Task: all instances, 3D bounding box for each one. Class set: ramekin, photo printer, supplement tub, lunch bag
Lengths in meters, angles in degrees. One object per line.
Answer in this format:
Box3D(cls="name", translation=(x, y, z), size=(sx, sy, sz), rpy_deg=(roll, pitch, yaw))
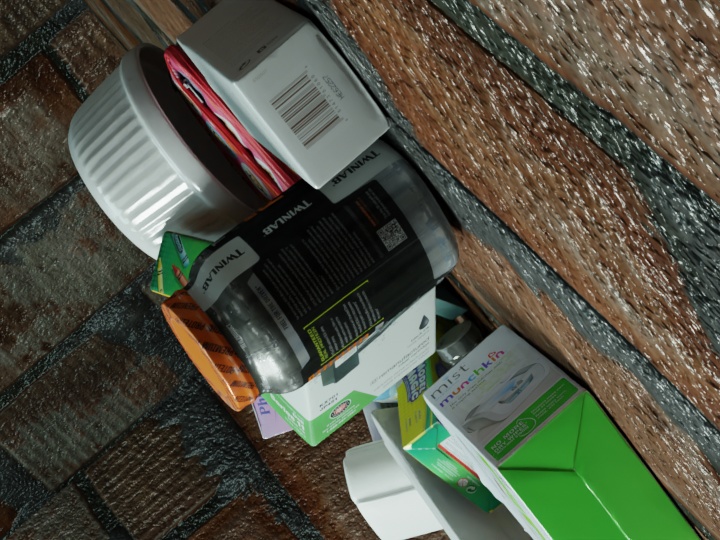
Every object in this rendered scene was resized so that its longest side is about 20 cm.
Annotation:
Box3D(cls="ramekin", translation=(-0.179, -0.099, 1.813), size=(0.200, 0.105, 0.200), rpy_deg=(49, -166, -16))
Box3D(cls="photo printer", translation=(0.095, 0.199, 1.926), size=(0.167, 0.198, 0.070), rpy_deg=(63, -168, -65))
Box3D(cls="supplement tub", translation=(-0.038, 0.005, 1.424), size=(0.123, 0.199, 0.123), rpy_deg=(50, 167, 16))
Box3D(cls="lunch bag", translation=(-0.084, -0.132, 1.711), size=(0.200, 0.082, 0.176), rpy_deg=(48, 172, 3))

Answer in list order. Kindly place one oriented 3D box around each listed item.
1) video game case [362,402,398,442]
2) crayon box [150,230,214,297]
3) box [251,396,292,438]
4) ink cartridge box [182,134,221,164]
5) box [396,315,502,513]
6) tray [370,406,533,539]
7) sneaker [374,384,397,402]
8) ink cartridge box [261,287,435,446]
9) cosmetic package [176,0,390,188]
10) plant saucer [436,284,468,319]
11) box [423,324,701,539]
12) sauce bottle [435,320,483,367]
Box3D(cls="video game case", translation=(0.049, 0.124, 2.071), size=(0.181, 0.023, 0.201), rpy_deg=(23, -137, -52))
Box3D(cls="crayon box", translation=(-0.072, 0.021, 1.755), size=(0.199, 0.059, 0.118), rpy_deg=(16, 178, -40))
Box3D(cls="box", translation=(-0.073, 0.070, 2.009), size=(0.200, 0.096, 0.177), rpy_deg=(31, -139, -86))
Box3D(cls="ink cartridge box", translation=(-0.141, -0.110, 1.979), size=(0.145, 0.083, 0.202), rpy_deg=(63, -172, -87))
Box3D(cls="box", translation=(0.084, 0.112, 1.775), size=(0.117, 0.048, 0.201), rpy_deg=(39, -156, -28))
Box3D(cls="tray", translation=(0.088, 0.203, 1.740), size=(0.107, 0.022, 0.201), rpy_deg=(-2, -130, -52))
Box3D(cls="sneaker", translation=(0.069, 0.109, 1.923), size=(0.130, 0.080, 0.200), rpy_deg=(22, -174, 23))
Box3D(cls="ink cartridge box", translation=(-0.015, 0.030, 1.594), size=(0.083, 0.146, 0.201), rpy_deg=(44, 160, 25))
Box3D(cls="cosmetic package", translation=(-0.058, -0.135, 1.399), size=(0.102, 0.074, 0.200), rpy_deg=(52, 178, -23))
Box3D(cls="plant saucer", translation=(0.000, 0.000, 1.737), size=(0.199, 0.019, 0.070), rpy_deg=(19, -168, -28))
Box3D(cls="box", translation=(0.161, 0.166, 1.545), size=(0.200, 0.097, 0.176), rpy_deg=(51, 177, -21))
Box3D(cls="sauce bottle", translation=(0.140, 0.131, 1.706), size=(0.200, 0.065, 0.065), rpy_deg=(51, 176, -15))
